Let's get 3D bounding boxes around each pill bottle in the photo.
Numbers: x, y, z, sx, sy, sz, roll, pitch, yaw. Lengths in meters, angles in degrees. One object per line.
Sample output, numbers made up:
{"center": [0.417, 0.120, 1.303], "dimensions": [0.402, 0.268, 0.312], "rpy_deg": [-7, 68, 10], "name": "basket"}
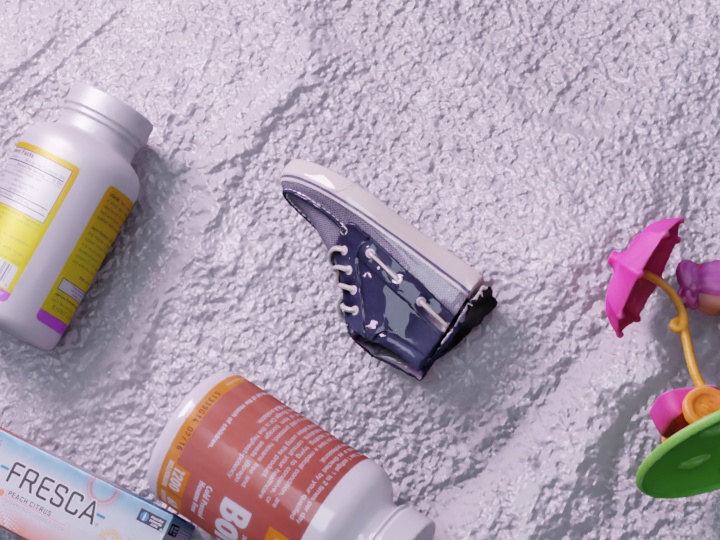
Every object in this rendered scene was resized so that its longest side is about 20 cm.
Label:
{"center": [-0.049, 0.169, 1.336], "dimensions": [0.200, 0.112, 0.112], "rpy_deg": [31, 83, 18], "name": "pill bottle"}
{"center": [-0.243, -0.045, 1.438], "dimensions": [0.104, 0.104, 0.201], "rpy_deg": [26, 81, 17], "name": "pill bottle"}

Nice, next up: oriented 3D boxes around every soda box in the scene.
{"center": [-0.233, 0.181, 1.396], "dimensions": [0.199, 0.064, 0.069], "rpy_deg": [24, 81, 16], "name": "soda box"}

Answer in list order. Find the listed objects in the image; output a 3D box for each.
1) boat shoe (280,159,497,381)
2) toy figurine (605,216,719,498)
{"center": [0.000, 0.000, 1.390], "dimensions": [0.200, 0.075, 0.093], "rpy_deg": [34, 76, 17], "name": "boat shoe"}
{"center": [0.261, 0.044, 1.312], "dimensions": [0.199, 0.150, 0.185], "rpy_deg": [-12, 62, -15], "name": "toy figurine"}
